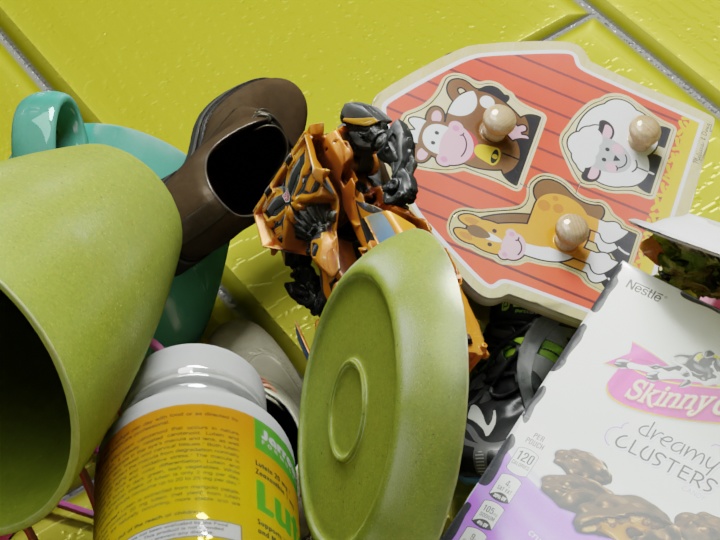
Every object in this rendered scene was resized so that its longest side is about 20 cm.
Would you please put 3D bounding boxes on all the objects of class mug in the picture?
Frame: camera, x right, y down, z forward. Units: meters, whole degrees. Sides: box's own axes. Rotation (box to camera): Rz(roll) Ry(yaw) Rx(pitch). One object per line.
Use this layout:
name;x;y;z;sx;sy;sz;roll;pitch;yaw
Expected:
mug;-0.176;-0.007;1.807;0.152;0.185;0.114;-35;30;38

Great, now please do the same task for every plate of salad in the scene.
plate of salad;0.237;0.013;1.575;0.200;0.200;0.048;21;94;38

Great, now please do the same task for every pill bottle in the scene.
pill bottle;-0.089;0.134;1.569;0.111;0.111;0.200;-13;39;7

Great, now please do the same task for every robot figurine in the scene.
robot figurine;0.000;0.000;1.668;0.058;0.145;0.200;0;49;-36

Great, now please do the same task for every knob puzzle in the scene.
knob puzzle;0.101;-0.065;1.718;0.220;0.030;0.220;7;59;-11

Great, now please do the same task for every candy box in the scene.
candy box;0.162;0.120;1.540;0.168;0.072;0.200;26;69;21

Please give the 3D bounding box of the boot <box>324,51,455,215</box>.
boot;0.045;-0.080;1.795;0.132;0.070;0.200;-35;27;-5

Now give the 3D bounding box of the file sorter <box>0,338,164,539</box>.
file sorter;-0.197;0.132;1.688;0.125;0.139;0.200;14;49;31

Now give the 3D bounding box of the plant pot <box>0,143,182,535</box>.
plant pot;-0.185;0.015;1.602;0.187;0.187;0.200;6;30;27

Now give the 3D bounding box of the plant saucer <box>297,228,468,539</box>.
plant saucer;0.005;0.076;1.537;0.031;0.200;0.200;6;35;-20

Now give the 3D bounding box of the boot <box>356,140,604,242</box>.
boot;0.081;-0.029;1.827;0.200;0.075;0.074;-11;42;34

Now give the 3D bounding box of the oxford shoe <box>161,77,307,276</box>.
oxford shoe;-0.065;-0.067;1.782;0.084;0.073;0.200;-30;17;32

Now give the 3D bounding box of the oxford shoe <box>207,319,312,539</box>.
oxford shoe;-0.057;0.086;1.729;0.071;0.074;0.200;-11;40;-8

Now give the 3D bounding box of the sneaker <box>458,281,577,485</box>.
sneaker;0.092;0.049;1.713;0.071;0.083;0.200;1;44;23

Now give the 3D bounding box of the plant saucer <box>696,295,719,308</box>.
plant saucer;0.284;0.049;1.664;0.200;0.051;0.201;-11;41;10
